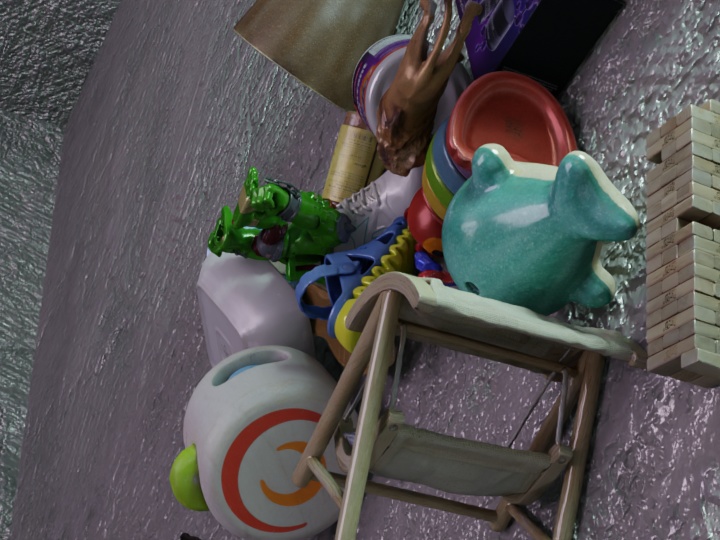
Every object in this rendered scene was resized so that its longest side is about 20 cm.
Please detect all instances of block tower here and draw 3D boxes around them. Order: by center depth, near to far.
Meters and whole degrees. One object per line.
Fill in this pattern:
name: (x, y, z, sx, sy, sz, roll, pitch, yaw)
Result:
block tower: (0.234, -0.017, 0.922, 0.058, 0.053, 0.202, -40, 40, 56)

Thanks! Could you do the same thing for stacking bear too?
stacking bear: (0.103, -0.080, 1.220, 0.200, 0.120, 0.115, 125, 158, -56)

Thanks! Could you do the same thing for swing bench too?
swing bench: (0.080, 0.111, 1.015, 0.202, 0.197, 0.130, -71, 22, 7)

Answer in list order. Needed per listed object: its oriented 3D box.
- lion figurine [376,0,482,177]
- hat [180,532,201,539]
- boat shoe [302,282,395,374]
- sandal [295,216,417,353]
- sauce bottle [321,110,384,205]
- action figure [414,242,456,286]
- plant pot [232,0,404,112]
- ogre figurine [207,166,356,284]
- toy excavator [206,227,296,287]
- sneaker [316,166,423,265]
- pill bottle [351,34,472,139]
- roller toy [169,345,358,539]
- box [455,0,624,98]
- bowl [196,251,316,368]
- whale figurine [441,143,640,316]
lion figurine: (0.053, -0.168, 1.207, 0.200, 0.072, 0.123, 80, -145, -73)
hat: (-0.103, 0.340, 1.420, 0.081, 0.202, 0.200, -36, 16, -15)
boat shoe: (-0.003, 0.053, 1.430, 0.200, 0.068, 0.075, -143, 54, -58)
sandal: (0.000, 0.000, 1.351, 0.200, 0.086, 0.080, -48, -27, -52)
sauce bottle: (-0.015, -0.082, 1.555, 0.066, 0.065, 0.202, 17, 89, 68)
action figure: (0.089, 0.025, 1.252, 0.200, 0.098, 0.066, -71, -2, -79)
plant pot: (-0.025, -0.325, 1.627, 0.201, 0.186, 0.187, -55, 25, 8)
ogre figurine: (-0.084, -0.040, 1.415, 0.200, 0.119, 0.099, 127, 153, -47)
toy excavator: (-0.123, -0.013, 1.658, 0.200, 0.192, 0.101, 19, -94, -67)
sneaker: (0.009, -0.055, 1.462, 0.201, 0.079, 0.071, -57, 26, 34)
pill bottle: (0.049, -0.186, 1.389, 0.200, 0.110, 0.113, -114, 43, -75)
roller toy: (-0.090, 0.181, 1.410, 0.184, 0.199, 0.140, -60, 25, 8)
box: (0.157, -0.264, 1.244, 0.142, 0.078, 0.201, -54, 30, 37)
bowl: (-0.125, 0.079, 1.541, 0.200, 0.074, 0.202, 45, 148, 47)
whale figurine: (0.133, -0.025, 1.037, 0.104, 0.159, 0.200, -42, 5, -21)
